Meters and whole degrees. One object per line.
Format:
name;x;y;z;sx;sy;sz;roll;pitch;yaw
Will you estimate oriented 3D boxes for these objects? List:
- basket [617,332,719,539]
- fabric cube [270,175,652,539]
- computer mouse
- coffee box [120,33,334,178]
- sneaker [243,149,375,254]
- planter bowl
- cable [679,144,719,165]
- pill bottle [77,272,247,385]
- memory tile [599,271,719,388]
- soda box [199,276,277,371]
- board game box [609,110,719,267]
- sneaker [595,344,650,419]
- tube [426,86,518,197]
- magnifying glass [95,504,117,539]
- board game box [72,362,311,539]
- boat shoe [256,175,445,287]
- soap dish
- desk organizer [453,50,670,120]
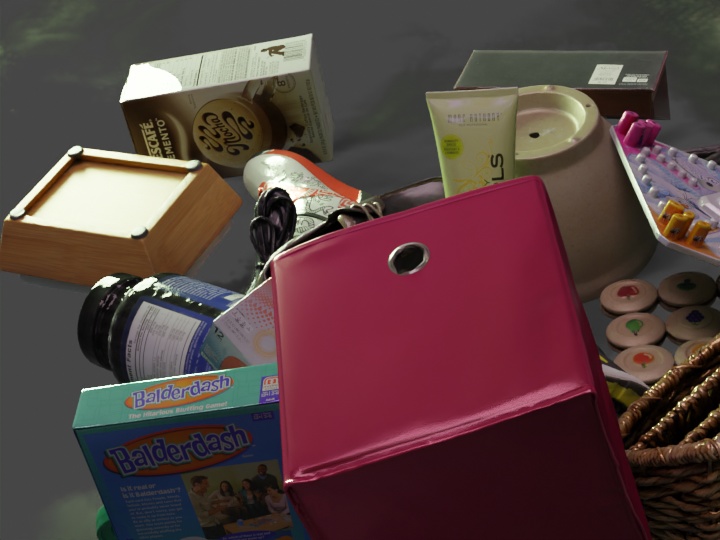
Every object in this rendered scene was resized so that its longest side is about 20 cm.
basket;0.262;0.100;1.155;0.200;0.150;0.142;-36;42;-27
fabric cube;0.064;0.096;1.044;0.195;0.201;0.200;-17;41;9
computer mouse;0.000;0.000;1.429;0.198;0.053;0.140;3;73;6
coffee box;-0.135;-0.162;1.668;0.198;0.114;0.080;-9;36;8
sneaker;-0.071;-0.049;1.534;0.201;0.068;0.108;26;49;38
planter bowl;0.161;-0.080;1.441;0.199;0.135;0.201;-9;35;6
cable;0.364;-0.120;1.498;0.198;0.051;0.097;-1;37;15
pill bottle;-0.142;0.065;1.367;0.199;0.112;0.112;16;45;35
memory tile;0.300;0.040;1.324;0.198;0.017;0.154;-8;31;8
soda box;-0.032;0.104;1.230;0.068;0.064;0.200;-38;79;-29
board game box;0.315;-0.050;1.335;0.199;0.026;0.200;19;28;-15
sneaker;0.134;0.069;1.227;0.075;0.199;0.085;-52;26;6
tube;0.100;-0.054;1.350;0.058;0.202;0.052;-15;22;-26
magnifying glass;-0.110;0.174;1.210;0.199;0.080;0.023;-18;54;22
board game box;-0.102;0.162;1.149;0.151;0.201;0.045;-7;36;7
boat shoe;0.003;-0.019;1.368;0.199;0.073;0.075;-32;74;-5
soap dish;-0.238;-0.048;1.576;0.199;0.082;0.158;9;41;26
desk organizer;0.201;-0.166;1.591;0.199;0.077;0.072;3;39;22
